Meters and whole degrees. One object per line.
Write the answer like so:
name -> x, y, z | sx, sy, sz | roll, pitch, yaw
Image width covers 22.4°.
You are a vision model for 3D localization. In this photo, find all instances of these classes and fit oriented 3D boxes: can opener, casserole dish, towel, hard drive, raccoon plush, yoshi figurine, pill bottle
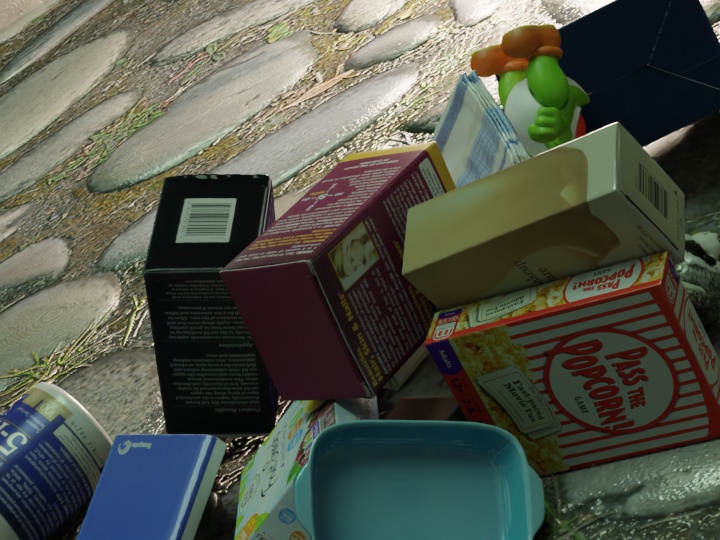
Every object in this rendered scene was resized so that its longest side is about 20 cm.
can opener -> -0.149, 0.192, 1.680 | 0.066, 0.053, 0.200 | 10, 36, 3
casserole dish -> 0.042, 0.176, 1.375 | 0.199, 0.121, 0.039 | 3, -18, -17
towel -> 0.105, -0.060, 1.583 | 0.024, 0.147, 0.200 | 2, 41, -28
hard drive -> -0.199, 0.238, 1.582 | 0.132, 0.025, 0.200 | -5, 57, 42
raccoon plush -> 0.222, 0.021, 1.539 | 0.200, 0.097, 0.134 | -46, 56, 32
yoshi figurine -> 0.147, -0.108, 1.602 | 0.112, 0.201, 0.112 | -18, -5, 20
pill bottle -> -0.341, 0.214, 1.749 | 0.200, 0.120, 0.120 | -43, 29, -24

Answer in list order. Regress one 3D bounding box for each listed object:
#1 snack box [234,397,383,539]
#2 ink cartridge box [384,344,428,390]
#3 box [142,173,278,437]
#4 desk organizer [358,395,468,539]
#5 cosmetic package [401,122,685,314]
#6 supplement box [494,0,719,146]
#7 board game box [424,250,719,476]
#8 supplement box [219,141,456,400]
snack box -> -0.044, 0.161, 1.504 | 0.142, 0.053, 0.200 | -55, 9, 11
ink cartridge box -> 0.038, 0.024, 1.759 | 0.145, 0.048, 0.200 | 4, 45, 51
box -> -0.131, 0.033, 1.677 | 0.104, 0.200, 0.148 | -1, 39, 4
desk organizer -> 0.027, 0.190, 1.460 | 0.077, 0.072, 0.200 | -6, 35, 44
cosmetic package -> 0.141, -0.028, 1.409 | 0.200, 0.105, 0.071 | -23, 43, 34
supplement box -> 0.246, -0.184, 1.745 | 0.200, 0.135, 0.200 | -25, 3, 10
board game box -> 0.173, 0.078, 1.412 | 0.200, 0.152, 0.046 | -17, 29, 27
supplement box -> 0.000, 0.000, 1.494 | 0.103, 0.131, 0.200 | -6, 27, 40
